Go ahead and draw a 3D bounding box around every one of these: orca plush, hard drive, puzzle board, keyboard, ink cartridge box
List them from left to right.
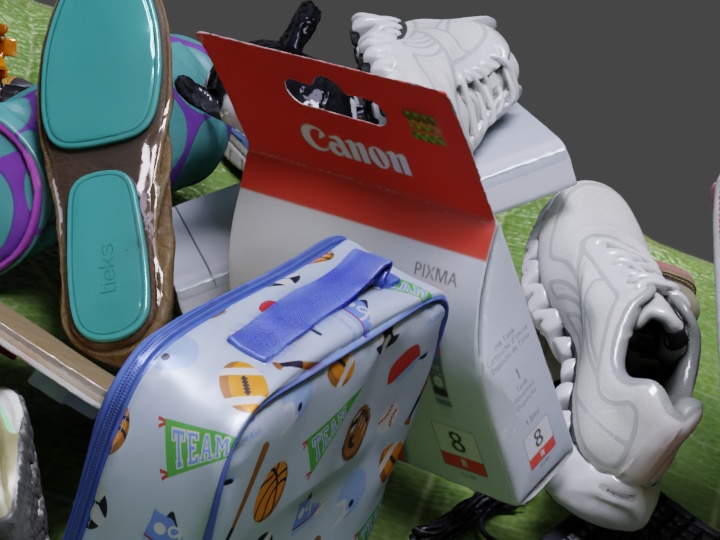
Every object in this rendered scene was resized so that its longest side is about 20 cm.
[{"bbox_3d":[-0.158,0.023,1.203,0.150,0.017,0.200,32,-3,6],"label":"puzzle board"},{"bbox_3d":[-0.027,-0.092,1.362,0.105,0.071,0.200,27,2,3],"label":"orca plush"},{"bbox_3d":[-0.004,-0.034,1.390,0.199,0.027,0.132,-20,19,-6],"label":"hard drive"},{"bbox_3d":[0.000,0.000,1.235,0.162,0.201,0.050,18,52,43],"label":"ink cartridge box"},{"bbox_3d":[0.085,0.131,1.264,0.127,0.021,0.200,28,27,20],"label":"keyboard"}]

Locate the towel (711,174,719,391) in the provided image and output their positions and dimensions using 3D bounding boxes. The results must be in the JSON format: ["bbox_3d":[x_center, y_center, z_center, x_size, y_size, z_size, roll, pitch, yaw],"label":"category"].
[{"bbox_3d":[0.178,0.040,1.282,0.030,0.147,0.200,-3,-7,8],"label":"towel"}]

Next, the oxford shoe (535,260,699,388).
[{"bbox_3d":[0.109,0.046,1.413,0.199,0.071,0.074,-14,60,-42],"label":"oxford shoe"}]

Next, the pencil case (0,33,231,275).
[{"bbox_3d":[-0.145,-0.062,1.428,0.092,0.086,0.200,-18,6,32],"label":"pencil case"}]

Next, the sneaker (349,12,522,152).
[{"bbox_3d":[0.039,-0.088,1.361,0.081,0.076,0.200,-8,20,1],"label":"sneaker"}]

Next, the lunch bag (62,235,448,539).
[{"bbox_3d":[-0.042,0.071,1.144,0.075,0.161,0.200,27,28,19],"label":"lunch bag"}]

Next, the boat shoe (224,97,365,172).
[{"bbox_3d":[-0.010,-0.063,1.509,0.072,0.073,0.200,-6,28,-40],"label":"boat shoe"}]

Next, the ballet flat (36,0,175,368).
[{"bbox_3d":[-0.113,-0.046,1.328,0.067,0.201,0.072,-9,-19,6],"label":"ballet flat"}]

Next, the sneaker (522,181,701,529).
[{"bbox_3d":[0.125,0.025,1.319,0.075,0.081,0.201,17,41,-19],"label":"sneaker"}]

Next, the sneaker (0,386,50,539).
[{"bbox_3d":[-0.183,0.083,1.143,0.088,0.077,0.200,-18,21,-19],"label":"sneaker"}]

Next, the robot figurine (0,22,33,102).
[{"bbox_3d":[-0.265,-0.114,1.444,0.199,0.059,0.145,4,7,-41],"label":"robot figurine"}]
